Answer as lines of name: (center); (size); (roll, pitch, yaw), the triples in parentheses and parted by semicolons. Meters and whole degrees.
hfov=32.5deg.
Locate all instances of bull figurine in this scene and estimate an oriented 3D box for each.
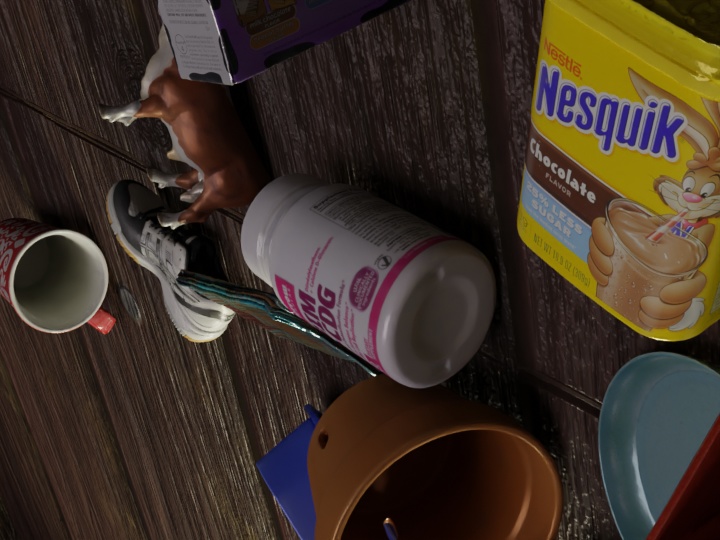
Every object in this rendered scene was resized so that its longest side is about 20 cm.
bull figurine: (-0.155, -0.135, 1.100); (0.065, 0.120, 0.202); (-96, -17, -65)

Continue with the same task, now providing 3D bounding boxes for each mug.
mug: (-0.433, 0.016, 1.674); (0.199, 0.133, 0.179); (19, 130, 56)

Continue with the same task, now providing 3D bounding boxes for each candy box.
candy box: (-0.061, -0.243, 0.775); (0.071, 0.167, 0.202); (15, 128, 51)

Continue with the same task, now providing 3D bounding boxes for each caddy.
caddy: (-0.016, 0.228, 1.210); (0.201, 0.104, 0.141); (57, 176, 7)

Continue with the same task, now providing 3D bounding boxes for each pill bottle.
pill bottle: (0.000, 0.000, 0.957); (0.199, 0.113, 0.114); (30, 140, 44)

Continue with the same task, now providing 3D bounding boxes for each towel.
towel: (-0.072, 0.048, 1.133); (0.146, 0.022, 0.199); (32, 169, -33)

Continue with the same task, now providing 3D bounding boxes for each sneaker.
sneaker: (-0.192, -0.026, 1.314); (0.201, 0.075, 0.088); (54, 136, 6)

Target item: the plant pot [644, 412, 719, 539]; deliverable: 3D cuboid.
plant pot: (0.271, 0.121, 0.556); (0.200, 0.175, 0.201); (45, 149, 26)

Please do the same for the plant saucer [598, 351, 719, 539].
plant saucer: (0.223, 0.145, 0.781); (0.200, 0.027, 0.202); (45, 143, 48)

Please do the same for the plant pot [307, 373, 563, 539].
plant pot: (0.044, 0.175, 0.990); (0.140, 0.198, 0.202); (-132, 26, -57)

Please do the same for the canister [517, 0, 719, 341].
canister: (0.156, -0.076, 0.663); (0.148, 0.086, 0.201); (41, 148, 33)
